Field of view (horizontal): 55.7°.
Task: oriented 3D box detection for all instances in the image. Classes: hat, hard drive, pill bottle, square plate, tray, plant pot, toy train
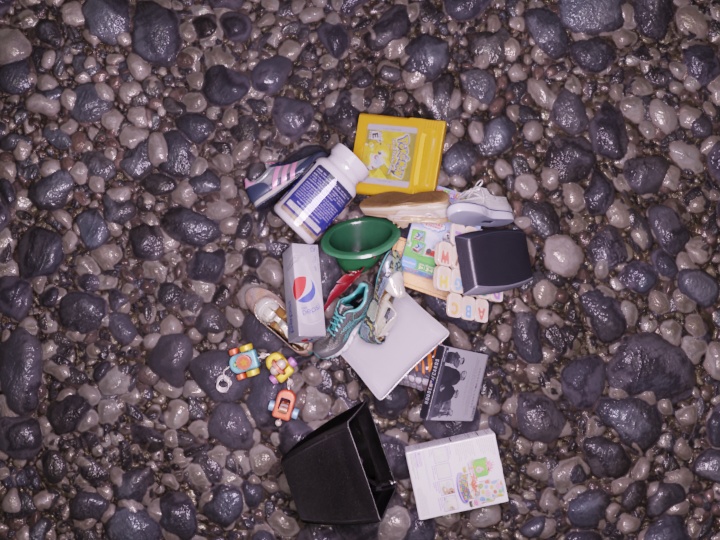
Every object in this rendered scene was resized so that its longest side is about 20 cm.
[{"bbox_3d":[0.000,0.000,1.495,0.196,0.167,0.179,-1,122,13],"label":"hat"},{"bbox_3d":[0.287,-0.022,1.439,0.197,0.042,0.138,-7,87,-38],"label":"hard drive"},{"bbox_3d":[-0.080,-0.165,1.447,0.116,0.116,0.200,43,89,2],"label":"pill bottle"},{"bbox_3d":[0.064,0.151,1.441,0.198,0.029,0.200,-42,45,-5],"label":"square plate"},{"bbox_3d":[0.156,0.003,1.498,0.197,0.037,0.100,19,89,1],"label":"tray"},{"bbox_3d":[-0.050,0.413,1.416,0.175,0.200,0.203,-21,88,11],"label":"plant pot"},{"bbox_3d":[-0.216,0.246,1.486,0.197,0.056,0.153,22,88,1],"label":"toy train"}]

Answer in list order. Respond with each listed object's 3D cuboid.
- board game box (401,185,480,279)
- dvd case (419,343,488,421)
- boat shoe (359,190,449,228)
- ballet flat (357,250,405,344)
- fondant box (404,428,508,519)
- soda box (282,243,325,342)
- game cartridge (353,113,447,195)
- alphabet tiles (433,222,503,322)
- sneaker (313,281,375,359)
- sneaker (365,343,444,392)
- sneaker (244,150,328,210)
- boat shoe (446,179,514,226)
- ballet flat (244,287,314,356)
[{"bbox_3d":[0.179,-0.078,1.475,0.149,0.037,0.203,16,72,1],"label":"board game box"},{"bbox_3d":[0.198,0.238,1.420,0.024,0.199,0.153,13,87,37],"label":"dvd case"},{"bbox_3d":[0.093,-0.122,1.436,0.197,0.074,0.070,2,124,24],"label":"boat shoe"},{"bbox_3d":[0.058,0.061,1.414,0.073,0.074,0.203,19,103,2],"label":"ballet flat"},{"bbox_3d":[0.205,0.437,1.470,0.196,0.058,0.147,-12,88,2],"label":"fondant box"},{"bbox_3d":[-0.122,0.048,1.453,0.062,0.068,0.204,3,72,-27],"label":"soda box"},{"bbox_3d":[0.078,-0.246,1.485,0.196,0.032,0.180,9,88,19],"label":"game cartridge"},{"bbox_3d":[0.231,0.004,1.429,0.197,0.014,0.200,12,78,-36],"label":"alphabet tiles"},{"bbox_3d":[-0.035,0.100,1.457,0.200,0.091,0.077,-46,52,-5],"label":"sneaker"},{"bbox_3d":[0.113,0.190,1.480,0.197,0.078,0.113,19,66,16],"label":"sneaker"},{"bbox_3d":[-0.166,-0.218,1.496,0.198,0.070,0.083,-34,81,-5],"label":"sneaker"},{"bbox_3d":[0.247,-0.145,1.422,0.200,0.074,0.088,0,74,-40],"label":"boat shoe"},{"bbox_3d":[-0.175,0.108,1.484,0.199,0.067,0.068,40,90,3],"label":"ballet flat"}]
